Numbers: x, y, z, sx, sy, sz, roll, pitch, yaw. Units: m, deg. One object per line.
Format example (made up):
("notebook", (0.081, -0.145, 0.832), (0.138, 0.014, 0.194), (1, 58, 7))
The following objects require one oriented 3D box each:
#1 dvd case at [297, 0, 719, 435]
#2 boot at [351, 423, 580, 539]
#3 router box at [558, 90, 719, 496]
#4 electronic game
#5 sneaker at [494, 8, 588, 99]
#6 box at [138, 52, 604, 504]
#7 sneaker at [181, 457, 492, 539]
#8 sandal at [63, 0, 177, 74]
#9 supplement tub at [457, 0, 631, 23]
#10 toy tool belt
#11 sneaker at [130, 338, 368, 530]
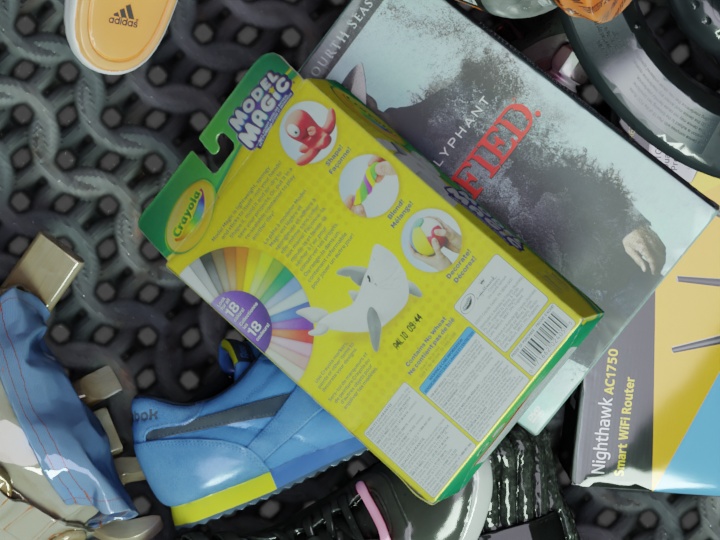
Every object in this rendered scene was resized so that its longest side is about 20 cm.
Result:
("dvd case", (0.050, -0.035, 1.218), (0.200, 0.022, 0.146), (39, 104, 0))
("boot", (0.023, 0.175, 1.283), (0.211, 0.079, 0.158), (-26, 100, -2))
("router box", (0.186, 0.013, 1.286), (0.149, 0.051, 0.200), (4, 99, -5))
("electronic game", (0.183, -0.137, 1.232), (0.200, 0.042, 0.200), (8, 70, -22))
("sneaker", (0.040, -0.088, 1.248), (0.115, 0.076, 0.200), (26, 96, -6))
("box", (0.000, 0.000, 1.182), (0.200, 0.048, 0.117), (42, 105, 12))
("sneaker", (-0.030, 0.141, 1.217), (0.200, 0.099, 0.071), (-38, 60, 25))
("sandal", (-0.085, -0.189, 1.216), (0.079, 0.059, 0.207), (4, 105, -37))
("supplement tub", (0.037, -0.190, 1.148), (0.200, 0.123, 0.123), (23, 97, 20))
("toy tool belt", (-0.153, 0.091, 1.229), (0.123, 0.125, 0.200), (-28, 83, -4))
("sneaker", (-0.018, 0.057, 1.251), (0.200, 0.066, 0.078), (-22, 90, -20))
